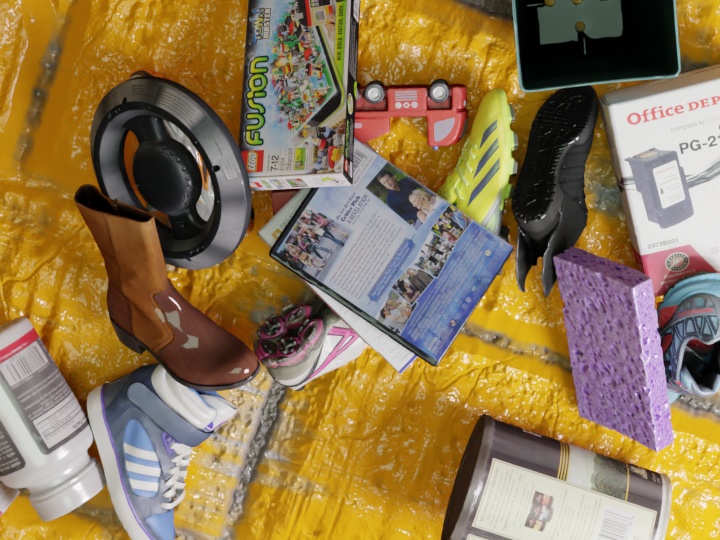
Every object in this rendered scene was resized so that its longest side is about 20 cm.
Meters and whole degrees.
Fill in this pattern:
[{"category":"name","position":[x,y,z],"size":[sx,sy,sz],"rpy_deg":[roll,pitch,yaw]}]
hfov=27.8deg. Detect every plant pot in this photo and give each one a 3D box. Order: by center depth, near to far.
[{"category":"plant pot","position":[0.209,-0.253,1.357],"size":[0.141,0.200,0.141],"rpy_deg":[-5,102,5]}]

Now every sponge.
[{"category":"sponge","position":[0.252,0.079,1.446],"size":[0.030,0.112,0.200],"rpy_deg":[-30,123,-27]}]

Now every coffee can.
[{"category":"coffee can","position":[0.198,0.247,1.491],"size":[0.200,0.146,0.146],"rpy_deg":[18,103,0]}]

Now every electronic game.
[{"category":"electronic game","position":[-0.188,-0.094,1.429],"size":[0.200,0.042,0.200],"rpy_deg":[19,125,30]}]

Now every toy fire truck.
[{"category":"toy fire truck","position":[0.009,-0.121,1.477],"size":[0.200,0.049,0.141],"rpy_deg":[0,102,4]}]

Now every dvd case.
[{"category":"dvd case","position":[0.030,-0.019,1.423],"size":[0.200,0.018,0.143],"rpy_deg":[34,85,-5]}]

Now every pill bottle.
[{"category":"pill bottle","position":[-0.350,0.158,1.532],"size":[0.111,0.111,0.200],"rpy_deg":[-27,98,9]}]

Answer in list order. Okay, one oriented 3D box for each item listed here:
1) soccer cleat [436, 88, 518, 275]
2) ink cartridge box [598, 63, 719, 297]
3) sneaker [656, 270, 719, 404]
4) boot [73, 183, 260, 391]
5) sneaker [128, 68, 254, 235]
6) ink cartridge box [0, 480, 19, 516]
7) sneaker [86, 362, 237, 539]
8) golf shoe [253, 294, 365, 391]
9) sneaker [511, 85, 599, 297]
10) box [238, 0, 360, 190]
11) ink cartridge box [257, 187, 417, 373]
[{"category":"soccer cleat","position":[0.113,-0.084,1.463],"size":[0.084,0.065,0.200],"rpy_deg":[7,109,5]},{"category":"ink cartridge box","position":[0.330,-0.091,1.441],"size":[0.145,0.084,0.200],"rpy_deg":[-14,101,7]},{"category":"sneaker","position":[0.315,0.092,1.438],"size":[0.079,0.096,0.200],"rpy_deg":[1,141,-11]},{"category":"boot","position":[-0.188,0.015,1.445],"size":[0.188,0.068,0.200],"rpy_deg":[29,144,31]},{"category":"sneaker","position":[-0.194,-0.107,1.486],"size":[0.092,0.076,0.200],"rpy_deg":[-27,97,14]},{"category":"ink cartridge box","position":[-0.465,0.197,1.530],"size":[0.083,0.147,0.200],"rpy_deg":[-32,98,9]},{"category":"sneaker","position":[-0.193,0.194,1.542],"size":[0.146,0.081,0.200],"rpy_deg":[-18,95,12]},{"category":"golf shoe","position":[-0.014,0.047,1.514],"size":[0.200,0.073,0.092],"rpy_deg":[-35,140,-1]},{"category":"sneaker","position":[0.198,-0.081,1.464],"size":[0.060,0.104,0.200],"rpy_deg":[12,68,29]},{"category":"box","position":[-0.060,-0.179,1.423],"size":[0.110,0.035,0.200],"rpy_deg":[-3,73,15]},{"category":"ink cartridge box","position":[0.000,0.000,1.444],"size":[0.200,0.037,0.095],"rpy_deg":[45,84,-1]}]
